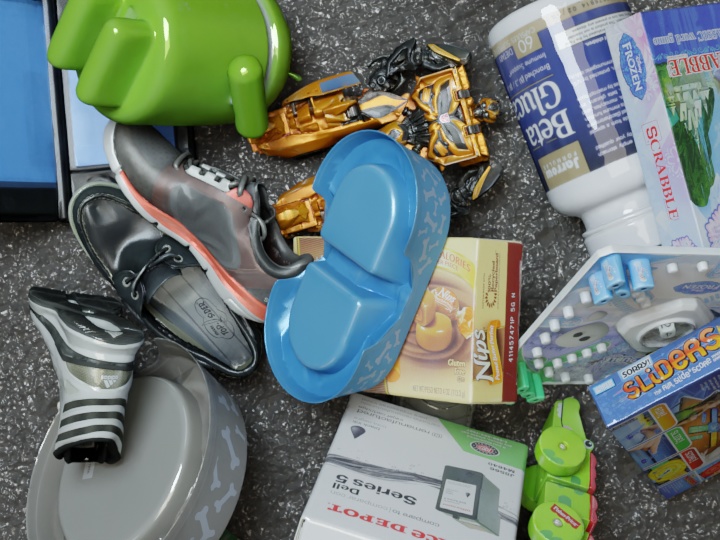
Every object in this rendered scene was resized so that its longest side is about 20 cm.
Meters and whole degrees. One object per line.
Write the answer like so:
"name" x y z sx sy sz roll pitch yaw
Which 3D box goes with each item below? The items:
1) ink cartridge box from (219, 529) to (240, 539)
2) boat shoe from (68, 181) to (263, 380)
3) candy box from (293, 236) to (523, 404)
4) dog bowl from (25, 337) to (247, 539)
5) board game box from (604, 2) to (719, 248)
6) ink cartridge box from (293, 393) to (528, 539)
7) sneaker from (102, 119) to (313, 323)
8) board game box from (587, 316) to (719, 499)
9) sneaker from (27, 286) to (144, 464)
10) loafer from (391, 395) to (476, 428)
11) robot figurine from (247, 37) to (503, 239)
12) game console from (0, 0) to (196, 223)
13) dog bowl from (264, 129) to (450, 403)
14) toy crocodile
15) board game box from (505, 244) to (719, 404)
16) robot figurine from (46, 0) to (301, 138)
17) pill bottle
"ink cartridge box" -0.099 0.306 1.083 0.199 0.088 0.146 36 91 3
"boat shoe" -0.148 0.012 1.076 0.074 0.066 0.200 -38 105 -2
"candy box" 0.029 0.034 1.038 0.199 0.055 0.117 2 88 47
"dog bowl" -0.168 0.155 1.054 0.199 0.059 0.202 -24 49 31
"board game box" 0.289 -0.100 1.033 0.198 0.041 0.202 -14 88 -34
"ink cartridge box" 0.036 0.181 0.979 0.144 0.200 0.085 16 111 4
"sneaker" -0.109 -0.056 1.062 0.200 0.077 0.082 47 118 -3
"board game box" 0.254 0.098 1.002 0.135 0.200 0.035 -29 58 10
"sneaker" -0.220 0.081 1.051 0.075 0.200 0.117 9 97 -22
"loafer" 0.060 0.083 1.083 0.069 0.070 0.202 6 93 4
"robot figurine" 0.015 -0.099 1.092 0.198 0.058 0.146 -17 88 10
"game console" -0.228 -0.142 1.089 0.174 0.116 0.202 -5 89 4
"dog bowl" 0.000 0.000 0.996 0.111 0.049 0.202 36 110 43
"toy crocodile" 0.150 0.179 1.028 0.061 0.201 0.068 16 131 -2
"board game box" 0.218 0.045 0.986 0.198 0.200 0.026 1 60 -19
"robot figurine" -0.134 -0.168 1.044 0.176 0.199 0.116 47 122 28
"pill bottle" 0.181 -0.109 1.060 0.110 0.111 0.202 -21 87 3
